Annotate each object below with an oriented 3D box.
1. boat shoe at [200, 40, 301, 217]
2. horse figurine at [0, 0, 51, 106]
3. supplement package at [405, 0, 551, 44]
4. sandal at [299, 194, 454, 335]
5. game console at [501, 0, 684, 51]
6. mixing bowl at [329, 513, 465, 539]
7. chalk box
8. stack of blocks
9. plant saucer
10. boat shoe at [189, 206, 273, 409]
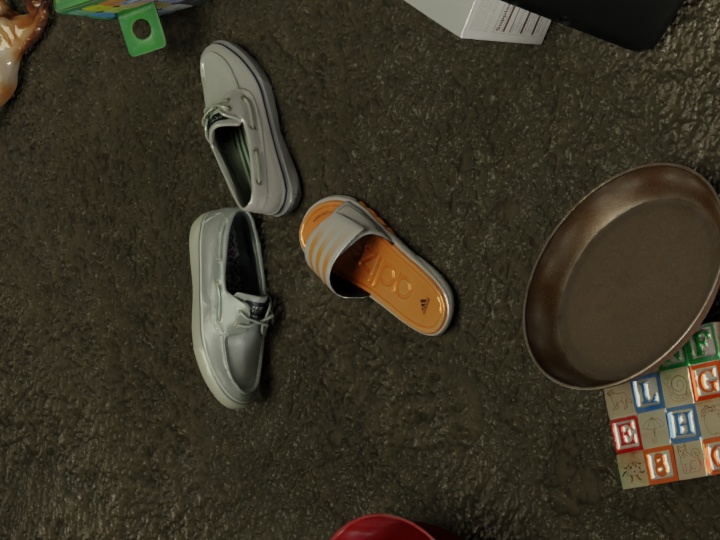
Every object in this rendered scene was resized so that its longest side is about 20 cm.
[{"bbox_3d":[-0.121,-0.146,1.784,0.074,0.066,0.201,-45,62,36],"label":"boat shoe"},{"bbox_3d":[-0.432,-0.249,2.089,0.132,0.050,0.201,30,105,21],"label":"horse figurine"},{"bbox_3d":[0.084,-0.308,1.547,0.200,0.110,0.157,40,118,36],"label":"supplement package"},{"bbox_3d":[0.003,-0.007,1.674,0.206,0.059,0.080,34,115,38],"label":"sandal"},{"bbox_3d":[0.181,-0.295,1.424,0.116,0.198,0.178,157,131,-78],"label":"game console"},{"bbox_3d":[0.061,0.310,1.599,0.199,0.108,0.202,1,92,44],"label":"mixing bowl"},{"bbox_3d":[-0.237,-0.325,1.851,0.124,0.123,0.202,-9,86,44],"label":"chalk box"},{"bbox_3d":[0.287,0.098,1.401,0.199,0.058,0.116,-16,80,44],"label":"stack of blocks"},{"bbox_3d":[0.215,0.009,1.438,0.199,0.032,0.202,-30,44,33],"label":"plant saucer"},{"bbox_3d":[-0.124,0.034,1.794,0.071,0.070,0.203,-17,77,47],"label":"boat shoe"}]
